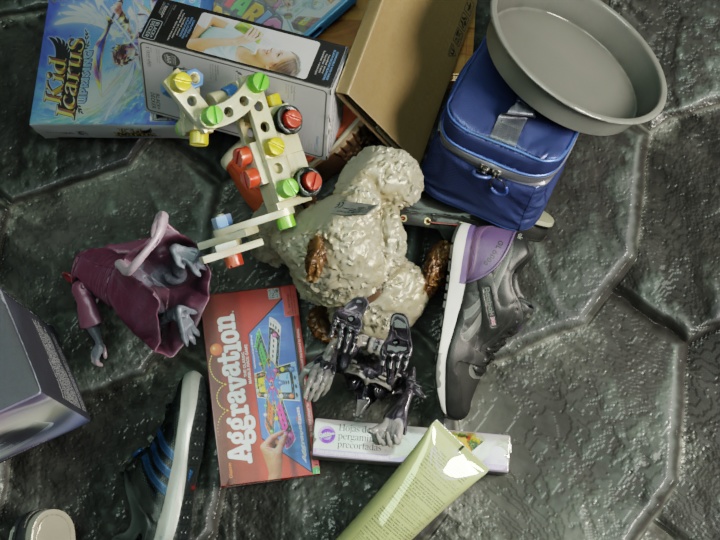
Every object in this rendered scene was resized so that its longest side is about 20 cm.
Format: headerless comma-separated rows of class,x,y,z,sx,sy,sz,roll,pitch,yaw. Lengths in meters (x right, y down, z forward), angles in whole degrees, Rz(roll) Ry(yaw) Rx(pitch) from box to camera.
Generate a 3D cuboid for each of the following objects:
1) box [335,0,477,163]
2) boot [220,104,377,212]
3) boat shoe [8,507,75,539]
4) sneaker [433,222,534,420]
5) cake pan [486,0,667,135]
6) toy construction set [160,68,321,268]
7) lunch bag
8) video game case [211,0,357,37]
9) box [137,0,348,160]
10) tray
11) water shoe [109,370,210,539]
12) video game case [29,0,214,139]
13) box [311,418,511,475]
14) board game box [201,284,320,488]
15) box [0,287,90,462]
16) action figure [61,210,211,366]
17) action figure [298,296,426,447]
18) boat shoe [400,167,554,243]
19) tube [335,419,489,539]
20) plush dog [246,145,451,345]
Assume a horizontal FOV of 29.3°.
box,0.050,-0.231,1.403,0.021,0.163,0.200,12,75,33
boot,-0.055,-0.145,1.468,0.200,0.075,0.107,-41,72,-6
boat shoe,-0.328,0.338,1.374,0.063,0.073,0.201,-5,77,46
sneaker,0.127,0.056,1.378,0.087,0.076,0.201,8,97,14
cake pan,0.207,-0.207,1.348,0.200,0.037,0.201,18,45,-18
toy construction set,-0.114,-0.102,1.308,0.131,0.092,0.201,-20,109,-35
lunch bag,0.150,-0.148,1.388,0.136,0.132,0.200,22,49,5
video game case,-0.120,-0.280,1.506,0.200,0.018,0.143,-41,69,1
box,-0.116,-0.190,1.379,0.199,0.117,0.060,16,58,7
tray,0.024,-0.251,1.507,0.199,0.037,0.099,3,76,4
water shoe,-0.204,0.195,1.387,0.079,0.072,0.201,7,74,9
video game case,-0.257,-0.244,1.498,0.181,0.045,0.201,1,76,15
box,0.051,0.178,1.386,0.199,0.041,0.039,5,75,-1
board game box,-0.105,0.118,1.422,0.103,0.019,0.201,-7,75,-6
box,-0.396,0.126,1.348,0.200,0.198,0.123,-25,76,-3
action figure,-0.246,0.016,1.395,0.200,0.149,0.134,13,64,39
action figure,0.002,0.104,1.328,0.119,0.200,0.102,24,67,10
boat shoe,0.101,-0.062,1.444,0.201,0.074,0.063,14,108,-2
tube,0.034,0.243,1.356,0.200,0.058,0.052,-47,55,3
plush dog,0.000,0.000,1.375,0.200,0.172,0.161,-28,34,19
